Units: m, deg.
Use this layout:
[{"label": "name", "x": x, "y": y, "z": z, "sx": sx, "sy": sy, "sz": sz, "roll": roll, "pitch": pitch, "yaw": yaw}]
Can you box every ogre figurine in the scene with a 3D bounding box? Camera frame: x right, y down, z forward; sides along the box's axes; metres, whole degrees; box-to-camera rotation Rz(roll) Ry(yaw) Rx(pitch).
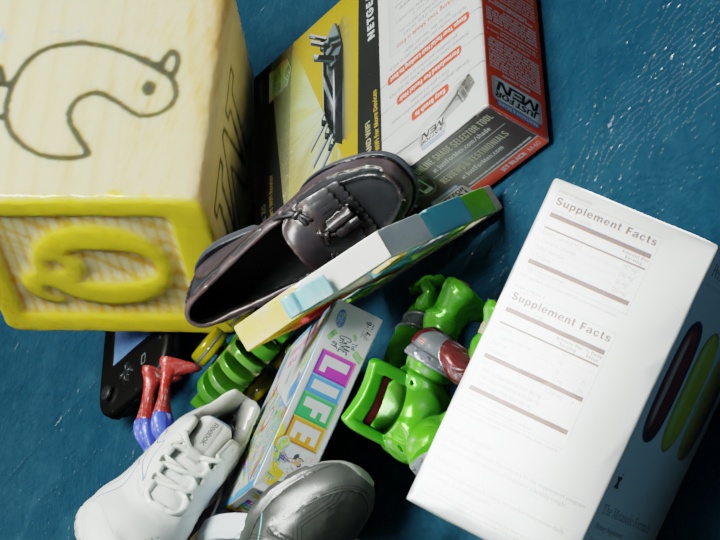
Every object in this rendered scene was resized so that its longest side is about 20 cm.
[{"label": "ogre figurine", "x": 0.052, "y": 0.070, "z": 1.541, "sx": 0.120, "sy": 0.098, "sz": 0.200, "roll": -52, "pitch": 43, "yaw": -3}]

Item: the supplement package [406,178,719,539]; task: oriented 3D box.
[{"label": "supplement package", "x": 0.131, "y": 0.069, "z": 1.373, "sx": 0.109, "sy": 0.114, "sz": 0.201, "roll": 24, "pitch": 89, "yaw": 28}]

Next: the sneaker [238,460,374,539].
[{"label": "sneaker", "x": -0.055, "y": 0.206, "z": 1.497, "sx": 0.200, "sy": 0.075, "sz": 0.079, "roll": -49, "pitch": 34, "yaw": 8}]

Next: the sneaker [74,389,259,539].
[{"label": "sneaker", "x": -0.129, "y": 0.141, "z": 1.636, "sx": 0.087, "sy": 0.074, "sz": 0.200, "roll": -52, "pitch": 3, "yaw": 31}]

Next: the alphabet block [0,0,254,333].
[{"label": "alphabet block", "x": -0.185, "y": -0.084, "z": 1.850, "sx": 0.194, "sy": 0.197, "sz": 0.201, "roll": -1, "pitch": 59, "yaw": 8}]

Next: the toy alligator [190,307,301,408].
[{"label": "toy alligator", "x": -0.067, "y": 0.045, "z": 1.752, "sx": 0.200, "sy": 0.059, "sz": 0.054, "roll": -46, "pitch": 6, "yaw": 27}]

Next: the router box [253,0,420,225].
[{"label": "router box", "x": -0.013, "y": -0.103, "z": 1.804, "sx": 0.157, "sy": 0.052, "sz": 0.201, "roll": -38, "pitch": 39, "yaw": 36}]

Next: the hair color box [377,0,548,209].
[{"label": "hair color box", "x": 0.070, "y": -0.150, "z": 1.705, "sx": 0.111, "sy": 0.064, "sz": 0.201, "roll": -37, "pitch": 39, "yaw": 37}]

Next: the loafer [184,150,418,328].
[{"label": "loafer", "x": -0.043, "y": -0.013, "z": 1.674, "sx": 0.199, "sy": 0.072, "sz": 0.063, "roll": -29, "pitch": 18, "yaw": 33}]

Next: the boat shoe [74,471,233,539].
[{"label": "boat shoe", "x": -0.158, "y": 0.187, "z": 1.728, "sx": 0.071, "sy": 0.091, "sz": 0.201, "roll": 29, "pitch": 84, "yaw": 17}]

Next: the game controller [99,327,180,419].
[{"label": "game controller", "x": -0.173, "y": 0.020, "z": 1.953, "sx": 0.104, "sy": 0.042, "sz": 0.201, "roll": -49, "pitch": 33, "yaw": 47}]

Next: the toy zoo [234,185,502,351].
[{"label": "toy zoo", "x": 0.000, "y": 0.000, "z": 1.594, "sx": 0.131, "sy": 0.200, "sz": 0.021, "roll": -33, "pitch": 85, "yaw": 31}]

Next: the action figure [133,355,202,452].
[{"label": "action figure", "x": -0.151, "y": 0.169, "z": 1.816, "sx": 0.065, "sy": 0.051, "sz": 0.201, "roll": -19, "pitch": 57, "yaw": 56}]

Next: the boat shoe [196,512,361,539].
[{"label": "boat shoe", "x": -0.040, "y": 0.204, "z": 1.581, "sx": 0.199, "sy": 0.072, "sz": 0.071, "roll": 4, "pitch": 72, "yaw": 45}]

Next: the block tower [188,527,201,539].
[{"label": "block tower", "x": -0.087, "y": 0.270, "z": 1.630, "sx": 0.054, "sy": 0.058, "sz": 0.201, "roll": -46, "pitch": 38, "yaw": 27}]

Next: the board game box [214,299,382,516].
[{"label": "board game box", "x": -0.045, "y": 0.102, "z": 1.628, "sx": 0.200, "sy": 0.034, "sz": 0.135, "roll": 134, "pitch": 160, "yaw": -75}]
